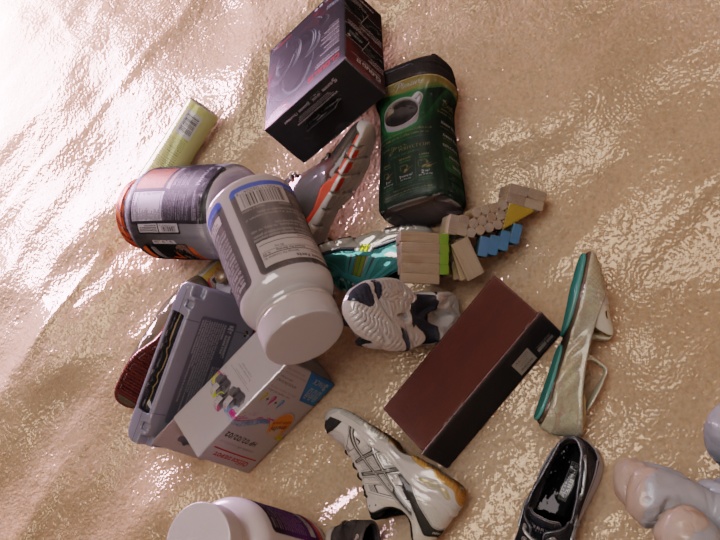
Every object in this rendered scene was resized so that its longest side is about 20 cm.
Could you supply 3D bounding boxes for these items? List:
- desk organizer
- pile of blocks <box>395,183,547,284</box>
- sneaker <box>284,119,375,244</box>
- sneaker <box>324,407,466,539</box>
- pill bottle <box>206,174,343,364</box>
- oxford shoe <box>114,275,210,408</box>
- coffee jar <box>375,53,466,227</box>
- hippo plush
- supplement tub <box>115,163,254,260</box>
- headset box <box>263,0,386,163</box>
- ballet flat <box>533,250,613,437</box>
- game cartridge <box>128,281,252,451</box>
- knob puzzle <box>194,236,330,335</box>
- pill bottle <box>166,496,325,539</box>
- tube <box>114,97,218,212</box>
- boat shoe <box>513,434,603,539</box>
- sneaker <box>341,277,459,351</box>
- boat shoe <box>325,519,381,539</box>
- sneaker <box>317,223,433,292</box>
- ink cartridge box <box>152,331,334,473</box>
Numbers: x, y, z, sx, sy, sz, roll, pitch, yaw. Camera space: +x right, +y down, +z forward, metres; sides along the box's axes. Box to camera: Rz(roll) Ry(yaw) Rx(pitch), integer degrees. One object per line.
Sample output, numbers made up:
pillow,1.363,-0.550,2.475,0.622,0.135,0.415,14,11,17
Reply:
desk organizer,0.123,0.112,1.222,0.201,0.072,0.077,-50,54,3
pile of blocks,0.127,-0.036,1.276,0.197,0.062,0.083,-24,91,-8
sneaker,-0.057,-0.107,1.357,0.081,0.077,0.202,34,97,18
sneaker,0.021,0.230,1.229,0.199,0.075,0.088,31,87,34
pill bottle,-0.097,-0.001,1.257,0.113,0.114,0.202,-34,57,13
oxford shoe,-0.255,0.095,1.447,0.201,0.070,0.075,-49,25,11
coffee jar,0.072,-0.160,1.343,0.103,0.085,0.204,-15,65,31
hippo plush,0.348,0.205,1.012,0.161,0.159,0.200,-48,56,4
supplement tub,-0.224,-0.076,1.438,0.198,0.122,0.125,2,72,41
headset box,-0.045,-0.246,1.387,0.148,0.077,0.202,-36,34,29
ballet flat,0.241,0.082,1.186,0.061,0.067,0.204,17,83,3
game cartridge,-0.201,0.122,1.352,0.040,0.132,0.203,21,91,40
knob puzzle,-0.117,0.021,1.409,0.216,0.030,0.224,-10,67,24
pill bottle,-0.123,0.311,1.202,0.110,0.200,0.114,-10,66,24
tube,-0.275,-0.148,1.552,0.202,0.051,0.058,-57,18,4
boat shoe,0.192,0.267,1.127,0.071,0.068,0.203,21,82,32
sneaker,0.012,0.053,1.237,0.128,0.198,0.081,-8,87,36
boat shoe,-0.001,0.370,1.192,0.056,0.066,0.203,-23,59,30
sneaker,0.000,0.000,1.326,0.196,0.077,0.081,-13,77,17
ink cartridge box,-0.140,0.171,1.314,0.200,0.115,0.068,-46,57,7
